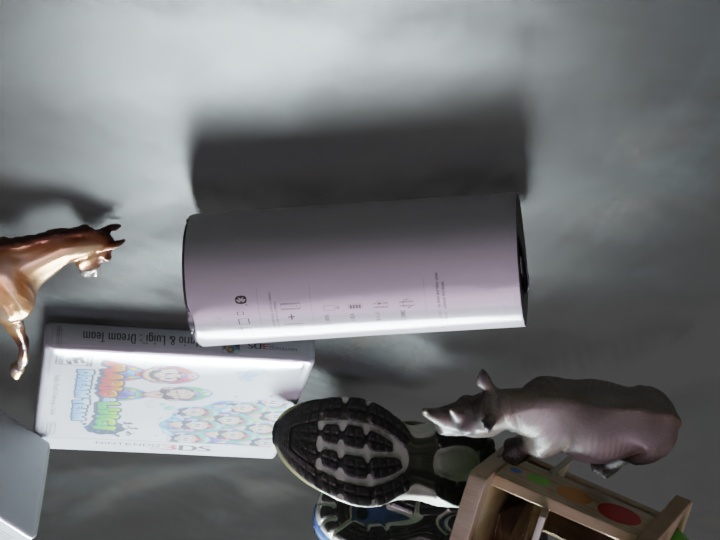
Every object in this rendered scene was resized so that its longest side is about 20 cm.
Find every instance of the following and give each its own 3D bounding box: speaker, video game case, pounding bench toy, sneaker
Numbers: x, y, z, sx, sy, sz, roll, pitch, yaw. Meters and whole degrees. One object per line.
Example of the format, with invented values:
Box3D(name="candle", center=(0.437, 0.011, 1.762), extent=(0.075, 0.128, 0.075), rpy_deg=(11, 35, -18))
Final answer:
Box3D(name="speaker", center=(0.000, 0.000, 1.345), extent=(0.199, 0.082, 0.081), rpy_deg=(-4, 156, 8))
Box3D(name="video game case", center=(-0.135, 0.087, 1.610), extent=(0.181, 0.024, 0.200), rpy_deg=(4, 155, -9))
Box3D(name="pounding bench toy", center=(0.165, 0.207, 1.683), extent=(0.155, 0.125, 0.200), rpy_deg=(21, -163, 17))
Box3D(name="sneaker", center=(0.055, 0.209, 1.838), extent=(0.199, 0.079, 0.089), rpy_deg=(14, 161, -11))
Box3D(name="sneaker", center=(0.003, 0.137, 1.664), extent=(0.199, 0.077, 0.088), rpy_deg=(16, 167, -41))

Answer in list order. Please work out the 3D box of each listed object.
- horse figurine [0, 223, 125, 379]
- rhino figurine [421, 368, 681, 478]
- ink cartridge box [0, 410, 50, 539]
Box3D(name="horse figurine", center=(-0.257, 0.004, 1.381), extent=(0.199, 0.050, 0.133), rpy_deg=(15, 140, -18))
Box3D(name="rhino figurine", center=(0.133, 0.104, 1.601), extent=(0.199, 0.060, 0.087), rpy_deg=(8, 161, -23))
Box3D(name="ink cartridge box", center=(-0.346, 0.151, 1.640), extent=(0.199, 0.085, 0.144), rpy_deg=(-20, 138, 29))
